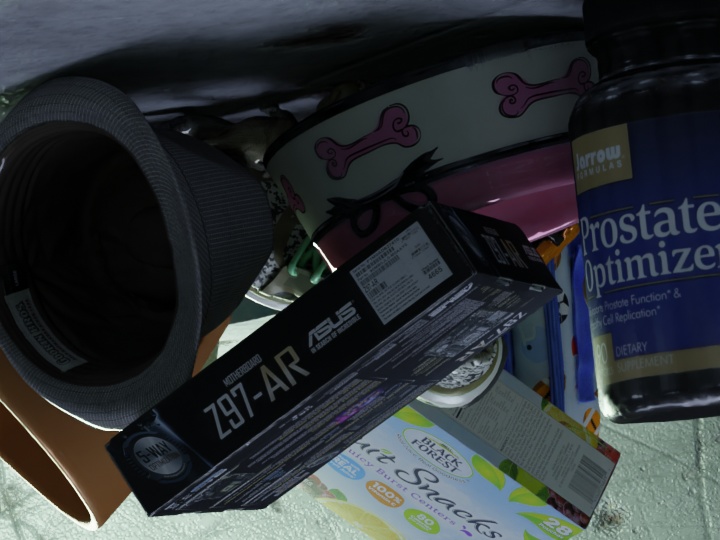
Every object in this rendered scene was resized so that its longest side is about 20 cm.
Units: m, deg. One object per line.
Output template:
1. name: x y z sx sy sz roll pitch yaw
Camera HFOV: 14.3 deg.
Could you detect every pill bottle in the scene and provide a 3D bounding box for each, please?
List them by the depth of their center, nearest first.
1. pill bottle: 0.157 -0.033 1.348 0.112 0.200 0.112 -6 173 -1

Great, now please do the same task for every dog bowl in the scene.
1. dog bowl: 0.055 -0.053 1.469 0.200 0.074 0.200 -18 170 -3

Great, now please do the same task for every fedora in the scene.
1. fedora: -0.110 -0.014 1.440 0.090 0.177 0.200 -15 176 -41

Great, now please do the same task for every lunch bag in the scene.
1. lunch bag: 0.081 0.031 1.851 0.160 0.200 0.076 -2 -176 40

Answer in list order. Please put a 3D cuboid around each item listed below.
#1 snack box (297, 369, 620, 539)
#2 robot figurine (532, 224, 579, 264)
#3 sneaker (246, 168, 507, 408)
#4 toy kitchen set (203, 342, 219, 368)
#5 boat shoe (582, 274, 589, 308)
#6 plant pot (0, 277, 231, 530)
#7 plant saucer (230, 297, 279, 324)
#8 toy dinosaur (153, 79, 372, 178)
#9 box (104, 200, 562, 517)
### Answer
1. snack box: 0.032 0.104 1.767 0.200 0.068 0.169 35 148 -12
2. robot figurine: 0.083 -0.033 1.695 0.145 0.058 0.200 -48 167 -1
3. sneaker: 0.000 0.000 1.569 0.200 0.077 0.089 30 166 -4
4. toy kitchen set: -0.198 0.076 1.965 0.180 0.164 0.200 8 171 -8
5. boat shoe: 0.195 -0.047 1.490 0.201 0.072 0.066 -51 175 21
6. plant pot: -0.168 0.025 1.601 0.140 0.200 0.200 -45 -177 -15
7. plant saucer: -0.102 -0.012 1.798 0.201 0.039 0.201 -5 -161 2
8. toy dinosaur: -0.085 -0.065 1.541 0.200 0.048 0.088 -7 180 38
9. box: -0.009 0.047 1.406 0.200 0.044 0.160 -37 167 14
